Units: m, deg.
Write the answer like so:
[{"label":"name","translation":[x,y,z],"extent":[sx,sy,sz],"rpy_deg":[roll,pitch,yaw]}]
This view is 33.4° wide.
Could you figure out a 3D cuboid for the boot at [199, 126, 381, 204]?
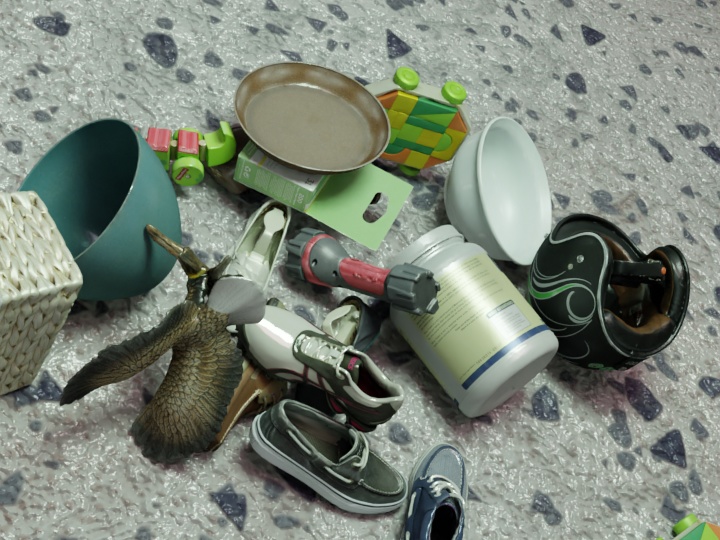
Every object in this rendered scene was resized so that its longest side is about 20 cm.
[{"label":"boot","translation":[-0.095,-0.127,1.544],"extent":[0.199,0.064,0.186],"rpy_deg":[-24,60,-41]}]

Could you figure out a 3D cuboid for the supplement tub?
[{"label":"supplement tub","translation":[0.126,0.059,1.453],"extent":[0.145,0.145,0.200],"rpy_deg":[-23,68,-40]}]

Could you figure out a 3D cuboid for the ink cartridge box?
[{"label":"ink cartridge box","translation":[-0.039,-0.124,1.496],"extent":[0.199,0.048,0.146],"rpy_deg":[26,46,5]}]

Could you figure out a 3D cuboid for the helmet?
[{"label":"helmet","translation":[0.308,0.027,1.550],"extent":[0.199,0.190,0.202],"rpy_deg":[-2,94,-26]}]

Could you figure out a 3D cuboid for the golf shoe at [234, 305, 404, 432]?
[{"label":"golf shoe","translation":[-0.039,0.092,1.285],"extent":[0.199,0.088,0.077],"rpy_deg":[34,59,-11]}]

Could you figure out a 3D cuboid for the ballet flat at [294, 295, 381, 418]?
[{"label":"ballet flat","translation":[-0.034,0.096,1.385],"extent":[0.073,0.073,0.200],"rpy_deg":[33,42,0]}]

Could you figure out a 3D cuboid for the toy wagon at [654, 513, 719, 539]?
[{"label":"toy wagon","translation":[0.399,0.381,1.413],"extent":[0.199,0.040,0.155],"rpy_deg":[-21,66,-39]}]

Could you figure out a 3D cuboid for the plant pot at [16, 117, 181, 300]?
[{"label":"plant pot","translation":[-0.273,-0.046,1.312],"extent":[0.135,0.199,0.201],"rpy_deg":[42,33,-42]}]

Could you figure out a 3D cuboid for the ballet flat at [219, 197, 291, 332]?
[{"label":"ballet flat","translation":[-0.127,-0.016,1.432],"extent":[0.069,0.070,0.201],"rpy_deg":[26,46,-7]}]

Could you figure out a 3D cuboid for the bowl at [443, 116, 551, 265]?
[{"label":"bowl","translation":[0.175,-0.100,1.624],"extent":[0.201,0.090,0.203],"rpy_deg":[19,66,-51]}]

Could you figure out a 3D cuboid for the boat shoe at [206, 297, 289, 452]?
[{"label":"boat shoe","translation":[-0.113,0.118,1.324],"extent":[0.074,0.076,0.201],"rpy_deg":[38,51,-12]}]

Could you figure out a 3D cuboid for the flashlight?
[{"label":"flashlight","translation":[0.000,0.000,1.414],"extent":[0.199,0.068,0.067],"rpy_deg":[16,16,41]}]

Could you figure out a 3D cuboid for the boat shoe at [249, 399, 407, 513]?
[{"label":"boat shoe","translation":[-0.023,0.203,1.290],"extent":[0.199,0.071,0.072],"rpy_deg":[27,45,-23]}]

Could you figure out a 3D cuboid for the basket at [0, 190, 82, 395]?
[{"label":"basket","translation":[-0.370,0.030,1.171],"extent":[0.123,0.200,0.136],"rpy_deg":[-13,61,-41]}]

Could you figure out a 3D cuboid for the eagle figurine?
[{"label":"eagle figurine","translation":[-0.192,0.082,1.223],"extent":[0.151,0.151,0.201],"rpy_deg":[21,65,5]}]

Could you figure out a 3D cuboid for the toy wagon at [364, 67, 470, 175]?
[{"label":"toy wagon","translation":[0.044,-0.201,1.605],"extent":[0.199,0.155,0.040],"rpy_deg":[14,48,-18]}]

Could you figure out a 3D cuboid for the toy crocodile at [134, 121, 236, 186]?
[{"label":"toy crocodile","translation":[-0.251,-0.148,1.456],"extent":[0.198,0.062,0.068],"rpy_deg":[0,54,-7]}]

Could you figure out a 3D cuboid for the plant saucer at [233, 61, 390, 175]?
[{"label":"plant saucer","translation":[-0.062,-0.184,1.487],"extent":[0.199,0.032,0.201],"rpy_deg":[10,47,-10]}]

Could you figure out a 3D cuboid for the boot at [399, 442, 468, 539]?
[{"label":"boot","translation":[0.092,0.256,1.310],"extent":[0.072,0.090,0.201],"rpy_deg":[26,46,-7]}]
